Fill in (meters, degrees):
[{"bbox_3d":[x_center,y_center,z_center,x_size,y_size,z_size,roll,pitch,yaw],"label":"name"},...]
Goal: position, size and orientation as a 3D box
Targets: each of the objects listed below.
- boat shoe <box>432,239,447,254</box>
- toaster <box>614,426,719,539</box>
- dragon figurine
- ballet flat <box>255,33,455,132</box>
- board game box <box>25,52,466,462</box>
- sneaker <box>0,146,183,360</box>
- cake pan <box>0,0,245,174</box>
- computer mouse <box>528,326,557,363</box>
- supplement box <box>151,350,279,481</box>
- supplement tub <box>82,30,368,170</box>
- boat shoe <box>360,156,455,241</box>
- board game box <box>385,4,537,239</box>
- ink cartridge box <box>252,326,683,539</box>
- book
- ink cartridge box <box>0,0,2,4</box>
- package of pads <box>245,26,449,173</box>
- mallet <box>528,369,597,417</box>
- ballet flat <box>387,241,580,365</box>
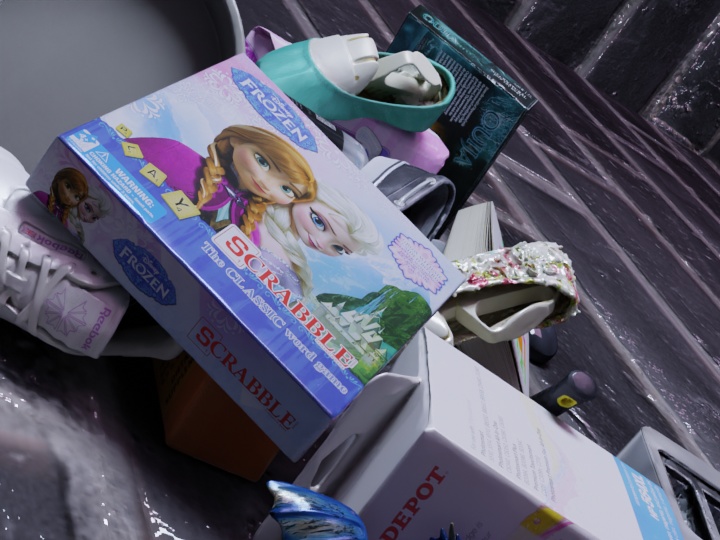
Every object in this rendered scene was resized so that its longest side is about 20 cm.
[{"bbox_3d":[0.040,0.010,1.109,0.200,0.061,0.073,40,37,-62],"label":"boat shoe"},{"bbox_3d":[0.215,0.214,0.858,0.180,0.119,0.200,35,18,-10],"label":"toaster"},{"bbox_3d":[-0.027,0.136,0.616,0.198,0.100,0.059,30,18,-22],"label":"dragon figurine"},{"bbox_3d":[0.003,-0.154,1.079,0.198,0.070,0.068,3,55,-47],"label":"ballet flat"},{"bbox_3d":[-0.053,-0.019,0.771,0.200,0.041,0.199,45,31,2],"label":"board game box"},{"bbox_3d":[-0.169,-0.007,0.716,0.198,0.076,0.100,21,16,-36],"label":"sneaker"},{"bbox_3d":[-0.172,-0.134,0.883,0.199,0.201,0.037,37,-9,-1],"label":"cake pan"},{"bbox_3d":[0.156,0.028,1.345,0.058,0.034,0.201,30,19,-20],"label":"computer mouse"},{"bbox_3d":[-0.086,0.031,0.819,0.068,0.067,0.201,26,21,-26],"label":"supplement box"},{"bbox_3d":[-0.102,-0.085,0.979,0.199,0.123,0.123,32,18,-18],"label":"supplement tub"},{"bbox_3d":[0.000,0.000,0.910,0.067,0.072,0.200,15,44,28],"label":"boat shoe"},{"bbox_3d":[0.054,-0.118,1.244,0.135,0.201,0.028,39,38,6],"label":"board game box"},{"bbox_3d":[0.057,0.137,0.724,0.199,0.129,0.126,35,18,-11],"label":"ink cartridge box"},{"bbox_3d":[0.107,0.036,1.132,0.200,0.047,0.135,-71,144,-71],"label":"book"},{"bbox_3d":[-0.249,-0.164,0.764,0.085,0.201,0.148,28,20,-27],"label":"ink cartridge box"},{"bbox_3d":[-0.035,-0.106,1.165,0.198,0.121,0.076,27,20,-32],"label":"package of pads"},{"bbox_3d":[0.091,0.102,0.834,0.066,0.199,0.041,37,60,-14],"label":"mallet"},{"bbox_3d":[0.067,0.029,0.970,0.197,0.076,0.064,-18,45,-15],"label":"ballet flat"}]
